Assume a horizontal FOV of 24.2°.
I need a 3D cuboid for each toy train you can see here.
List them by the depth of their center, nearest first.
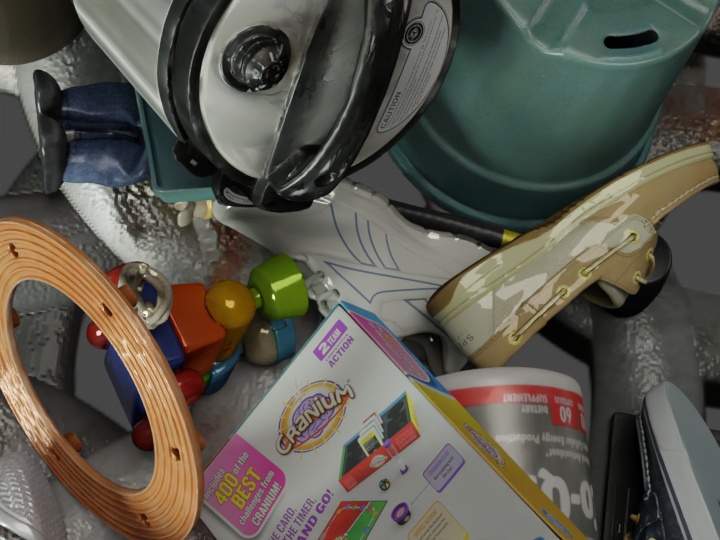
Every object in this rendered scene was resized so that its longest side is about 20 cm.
[{"bbox_3d":[-0.079,0.022,0.937,0.115,0.200,0.085,-21,74,-22],"label":"toy train"}]

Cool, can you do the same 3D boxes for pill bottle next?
[{"bbox_3d":[0.080,0.165,0.962,0.114,0.114,0.201,-1,72,-11],"label":"pill bottle"}]

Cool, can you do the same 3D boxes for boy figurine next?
[{"bbox_3d":[-0.099,-0.084,1.040,0.199,0.064,0.125,-3,63,-9],"label":"boy figurine"}]

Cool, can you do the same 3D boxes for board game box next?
[{"bbox_3d":[0.010,0.137,0.919,0.153,0.040,0.200,-50,57,11],"label":"board game box"}]

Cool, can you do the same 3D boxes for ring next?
[{"bbox_3d":[-0.147,0.060,0.913,0.019,0.200,0.201,-31,79,-33],"label":"ring"}]

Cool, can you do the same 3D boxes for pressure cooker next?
[{"bbox_3d":[-0.047,-0.138,0.893,0.178,0.176,0.200,-35,48,-8],"label":"pressure cooker"}]

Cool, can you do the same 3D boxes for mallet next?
[{"bbox_3d":[0.097,-0.014,1.072,0.199,0.066,0.041,12,68,9],"label":"mallet"}]

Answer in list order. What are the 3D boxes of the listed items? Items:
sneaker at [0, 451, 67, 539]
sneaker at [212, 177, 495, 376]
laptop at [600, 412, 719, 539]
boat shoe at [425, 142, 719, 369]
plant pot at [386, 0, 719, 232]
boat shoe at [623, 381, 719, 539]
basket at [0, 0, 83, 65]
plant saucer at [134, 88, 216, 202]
[{"bbox_3d":[-0.210,0.198,0.895,0.115,0.075,0.200,-20,51,3],"label":"sneaker"},{"bbox_3d":[0.000,0.000,1.009,0.200,0.074,0.087,23,77,-20],"label":"sneaker"},{"bbox_3d":[0.251,0.174,0.997,0.199,0.103,0.178,11,69,-7],"label":"laptop"},{"bbox_3d":[0.136,-0.006,0.998,0.200,0.074,0.066,-31,85,-10],"label":"boat shoe"},{"bbox_3d":[0.120,-0.151,1.034,0.200,0.196,0.201,4,70,-10],"label":"plant pot"},{"bbox_3d":[0.176,0.164,0.980,0.071,0.091,0.201,34,35,-44],"label":"boat shoe"},{"bbox_3d":[-0.215,-0.215,0.986,0.136,0.200,0.180,42,70,9],"label":"basket"},{"bbox_3d":[-0.102,-0.112,1.004,0.070,0.019,0.200,-4,48,-13],"label":"plant saucer"}]
